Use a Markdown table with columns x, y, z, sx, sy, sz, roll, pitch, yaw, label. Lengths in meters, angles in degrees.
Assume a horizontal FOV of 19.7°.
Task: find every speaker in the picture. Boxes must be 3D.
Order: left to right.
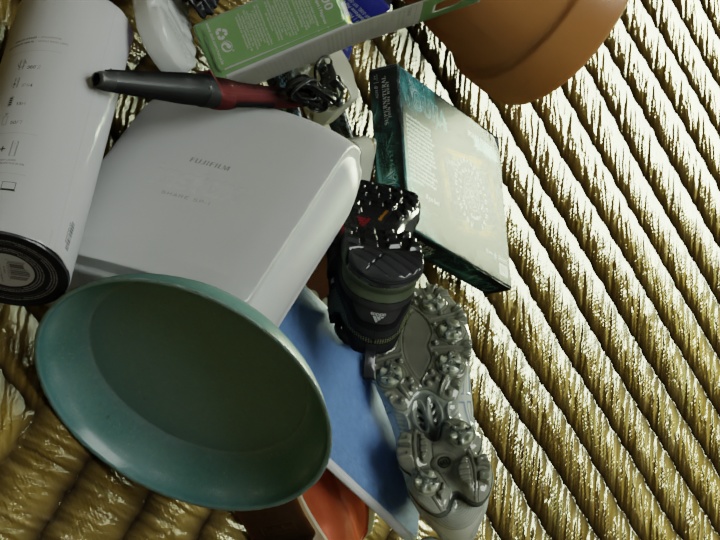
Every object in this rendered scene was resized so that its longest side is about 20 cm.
| x | y | z | sx | sy | sz | roll | pitch | yaw | label |
| --- | --- | --- | --- | --- | --- | --- | --- | --- | --- |
| -0.200 | -0.082 | 1.305 | 0.081 | 0.081 | 0.201 | 40 | 45 | -37 | speaker |

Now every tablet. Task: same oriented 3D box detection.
| x | y | z | sx | sy | sz | roll | pitch | yaw | label |
| --- | --- | --- | --- | --- | --- | --- | --- | --- | --- |
| -0.016 | 0.089 | 1.446 | 0.200 | 0.014 | 0.131 | 46 | 34 | -35 | tablet |

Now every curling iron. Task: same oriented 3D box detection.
| x | y | z | sx | sy | sz | roll | pitch | yaw | label |
| --- | --- | --- | --- | --- | --- | --- | --- | --- | --- |
| -0.091 | -0.124 | 1.356 | 0.199 | 0.050 | 0.026 | -1 | 56 | -39 | curling iron |

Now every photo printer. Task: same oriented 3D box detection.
| x | y | z | sx | sy | sz | roll | pitch | yaw | label |
| --- | --- | --- | --- | --- | --- | --- | --- | --- | --- |
| -0.099 | -0.038 | 1.369 | 0.070 | 0.165 | 0.200 | 87 | 25 | -42 | photo printer |

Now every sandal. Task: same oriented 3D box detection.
| x | y | z | sx | sy | sz | roll | pitch | yaw | label |
| --- | --- | --- | --- | --- | --- | --- | --- | --- | --- |
| -0.154 | -0.203 | 1.411 | 0.203 | 0.050 | 0.083 | -103 | 166 | -49 | sandal |

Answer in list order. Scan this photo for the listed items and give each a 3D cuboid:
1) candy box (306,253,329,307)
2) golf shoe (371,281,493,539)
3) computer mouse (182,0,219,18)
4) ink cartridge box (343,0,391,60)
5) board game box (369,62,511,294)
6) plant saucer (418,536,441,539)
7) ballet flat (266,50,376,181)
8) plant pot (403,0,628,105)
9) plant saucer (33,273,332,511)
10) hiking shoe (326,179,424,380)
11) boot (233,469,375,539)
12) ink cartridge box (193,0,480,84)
| x | y | z | sx | sy | sz | roll | pitch | yaw | label |
| --- | --- | --- | --- | --- | --- | --- | --- | --- | --- |
| -0.047 | 0.044 | 1.494 | 0.200 | 0.056 | 0.117 | 43 | 48 | -38 | candy box |
| 0.050 | 0.106 | 1.486 | 0.097 | 0.078 | 0.201 | 79 | 4 | -52 | golf shoe |
| -0.114 | -0.274 | 1.424 | 0.139 | 0.052 | 0.200 | 66 | 32 | -29 | computer mouse |
| -0.008 | -0.277 | 1.655 | 0.099 | 0.039 | 0.201 | 38 | 52 | -40 | ink cartridge box |
| 0.066 | -0.069 | 1.655 | 0.200 | 0.028 | 0.136 | 29 | 54 | -59 | board game box |
| 0.001 | 0.275 | 1.448 | 0.200 | 0.050 | 0.201 | 18 | 90 | -73 | plant saucer |
| -0.025 | -0.107 | 1.557 | 0.074 | 0.074 | 0.201 | -31 | 104 | -51 | ballet flat |
| 0.114 | -0.256 | 1.690 | 0.140 | 0.200 | 0.201 | 29 | 56 | -27 | plant pot |
| -0.106 | 0.069 | 1.295 | 0.200 | 0.199 | 0.036 | 53 | 40 | -27 | plant saucer |
| 0.000 | 0.000 | 1.466 | 0.200 | 0.075 | 0.101 | -90 | -167 | -69 | hiking shoe |
| -0.049 | 0.134 | 1.458 | 0.107 | 0.075 | 0.201 | -49 | 126 | -50 | boot |
| -0.013 | -0.180 | 1.450 | 0.146 | 0.199 | 0.048 | -81 | 149 | -89 | ink cartridge box |
